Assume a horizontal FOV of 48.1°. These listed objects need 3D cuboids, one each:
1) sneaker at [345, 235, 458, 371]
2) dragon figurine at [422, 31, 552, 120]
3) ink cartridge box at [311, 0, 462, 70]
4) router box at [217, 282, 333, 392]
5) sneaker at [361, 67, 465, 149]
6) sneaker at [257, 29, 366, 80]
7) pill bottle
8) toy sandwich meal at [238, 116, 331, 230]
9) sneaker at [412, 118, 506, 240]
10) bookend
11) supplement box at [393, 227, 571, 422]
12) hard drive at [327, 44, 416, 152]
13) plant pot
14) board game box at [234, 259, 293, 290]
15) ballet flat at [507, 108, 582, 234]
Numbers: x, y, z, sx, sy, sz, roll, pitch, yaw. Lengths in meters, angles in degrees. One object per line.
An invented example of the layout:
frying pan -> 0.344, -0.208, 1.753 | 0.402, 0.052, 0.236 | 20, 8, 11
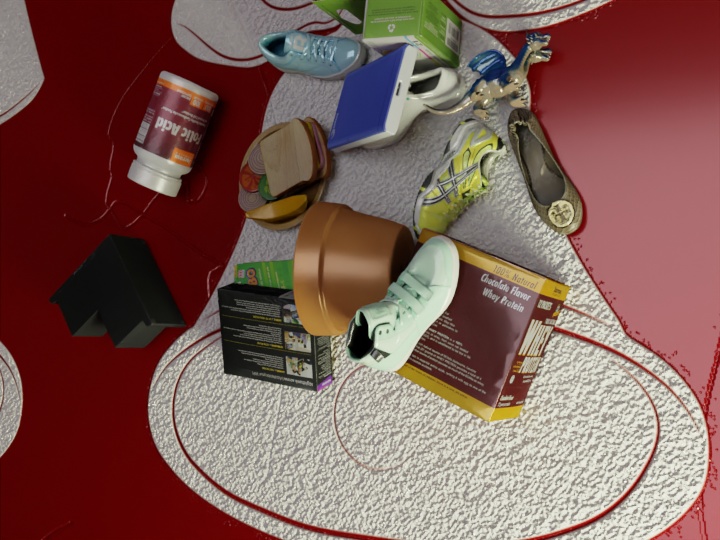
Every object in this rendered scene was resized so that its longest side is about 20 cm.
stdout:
sneaker -> 0.054, 0.042, 1.054 | 0.073, 0.118, 0.203 | 32, 99, 30
dragon figurine -> 0.193, -0.283, 1.194 | 0.197, 0.059, 0.101 | -16, 49, 27
ink cartridge box -> 0.040, -0.366, 1.251 | 0.197, 0.147, 0.077 | 4, 86, 30
router box -> -0.142, 0.106, 1.322 | 0.197, 0.051, 0.152 | 6, 105, 31
sneaker -> 0.062, -0.262, 1.258 | 0.198, 0.088, 0.076 | -29, 72, 24
sneaker -> -0.089, -0.366, 1.360 | 0.197, 0.082, 0.076 | 6, 87, 30
pill bottle -> -0.344, -0.247, 1.470 | 0.113, 0.114, 0.203 | 25, 96, 29
toy sandwich meal -> -0.138, -0.166, 1.368 | 0.202, 0.070, 0.210 | -4, 82, 29
sneaker -> 0.144, -0.124, 1.203 | 0.076, 0.075, 0.203 | 31, 100, 30
bookend -> -0.455, 0.076, 1.504 | 0.198, 0.092, 0.202 | -41, 68, 20
supplement box -> 0.157, 0.075, 1.136 | 0.195, 0.132, 0.203 | 24, 96, 29
hard drive -> 0.014, -0.261, 1.251 | 0.199, 0.025, 0.134 | 0, 73, 64
plant pot -> 0.000, 0.000, 1.204 | 0.137, 0.200, 0.204 | 3, 85, 21
board game box -> -0.131, 0.032, 1.365 | 0.197, 0.030, 0.098 | -3, 82, 26
ballet flat -> 0.258, -0.145, 1.156 | 0.067, 0.046, 0.203 | -26, 72, 25
